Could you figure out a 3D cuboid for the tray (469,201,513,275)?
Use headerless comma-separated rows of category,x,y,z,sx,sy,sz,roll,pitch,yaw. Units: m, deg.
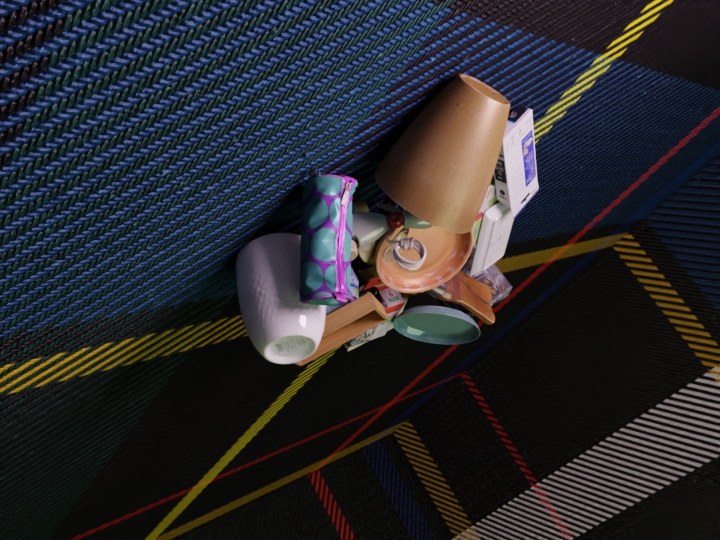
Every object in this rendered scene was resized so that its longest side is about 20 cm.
tray,0.286,-0.073,1.525,0.106,0.022,0.202,-33,149,-26

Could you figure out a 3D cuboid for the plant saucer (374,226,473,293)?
plant saucer,0.117,-0.044,1.371,0.196,0.038,0.203,-12,133,-12

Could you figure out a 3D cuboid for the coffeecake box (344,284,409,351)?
coffeecake box,0.026,0.101,1.776,0.151,0.074,0.201,-25,159,-19

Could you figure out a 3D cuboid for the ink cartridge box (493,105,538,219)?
ink cartridge box,0.297,-0.205,1.394,0.100,0.039,0.202,-46,140,-24

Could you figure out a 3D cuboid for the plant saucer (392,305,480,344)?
plant saucer,0.170,0.120,1.622,0.195,0.028,0.201,7,156,3

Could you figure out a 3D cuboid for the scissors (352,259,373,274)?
scissors,0.000,0.000,1.456,0.073,0.014,0.200,-40,-171,5

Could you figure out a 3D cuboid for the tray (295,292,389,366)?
tray,-0.050,0.112,1.361,0.197,0.038,0.099,-28,159,8

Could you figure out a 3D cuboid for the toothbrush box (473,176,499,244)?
toothbrush box,0.229,-0.134,1.481,0.198,0.086,0.147,-8,132,-49

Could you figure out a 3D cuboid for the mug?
mug,-0.127,0.070,1.209,0.144,0.178,0.202,-8,144,-8

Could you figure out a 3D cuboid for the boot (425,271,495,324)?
boot,0.221,0.003,1.597,0.197,0.191,0.068,24,132,-29

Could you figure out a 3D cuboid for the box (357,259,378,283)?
box,0.077,-0.038,1.551,0.117,0.049,0.200,-26,163,-48

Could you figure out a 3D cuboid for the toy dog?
toy dog,0.023,-0.061,1.213,0.195,0.135,0.097,10,160,4

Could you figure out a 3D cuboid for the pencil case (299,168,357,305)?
pencil case,-0.048,-0.048,1.113,0.084,0.205,0.092,10,166,-37

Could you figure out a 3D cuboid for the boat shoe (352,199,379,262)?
boat shoe,0.011,-0.073,1.336,0.068,0.075,0.200,-28,161,4

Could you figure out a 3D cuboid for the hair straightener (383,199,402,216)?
hair straightener,0.081,-0.100,1.395,0.041,0.076,0.201,-54,175,-46

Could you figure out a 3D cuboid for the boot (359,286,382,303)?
boot,-0.047,0.081,1.502,0.197,0.066,0.165,-27,-169,16

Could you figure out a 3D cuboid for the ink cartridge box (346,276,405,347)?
ink cartridge box,0.036,0.084,1.587,0.107,0.051,0.201,-16,151,-33

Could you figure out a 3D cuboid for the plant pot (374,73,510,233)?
plant pot,0.148,-0.196,1.146,0.185,0.186,0.202,-7,134,-52

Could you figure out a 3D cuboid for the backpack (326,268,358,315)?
backpack,-0.098,0.048,1.377,0.200,0.153,0.163,-46,155,-5

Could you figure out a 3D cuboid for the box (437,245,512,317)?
box,0.235,0.007,1.702,0.156,0.202,0.050,-27,157,-19
